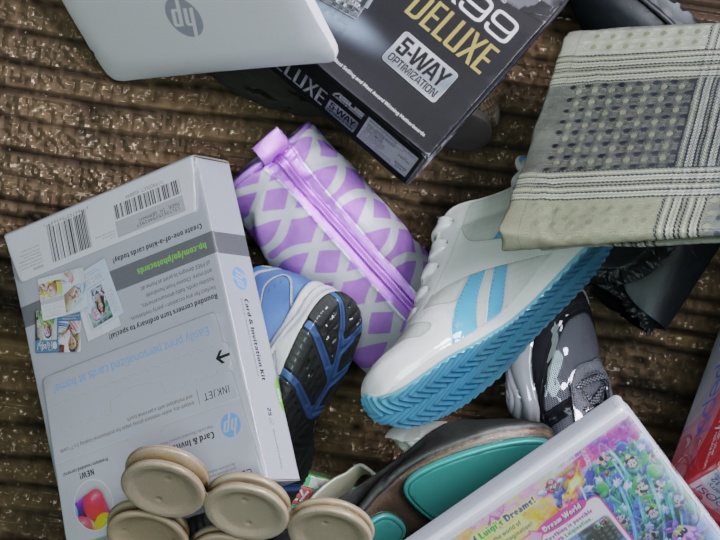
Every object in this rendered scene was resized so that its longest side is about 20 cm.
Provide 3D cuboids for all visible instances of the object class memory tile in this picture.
[{"bbox_3d":[-0.079,0.181,1.410,0.153,0.200,0.017,14,48,-2],"label":"memory tile"}]

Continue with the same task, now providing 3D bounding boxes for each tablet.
[{"bbox_3d":[-0.111,-0.171,1.404,0.014,0.200,0.130,-48,123,-35],"label":"tablet"}]

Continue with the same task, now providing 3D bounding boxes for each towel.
[{"bbox_3d":[0.190,-0.075,1.346,0.199,0.193,0.035,0,134,23],"label":"towel"}]

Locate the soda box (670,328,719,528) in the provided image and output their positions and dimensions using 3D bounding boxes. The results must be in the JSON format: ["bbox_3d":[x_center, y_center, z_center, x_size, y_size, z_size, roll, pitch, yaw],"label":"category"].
[{"bbox_3d":[0.248,0.071,1.439,0.063,0.070,0.200,35,52,-11],"label":"soda box"}]

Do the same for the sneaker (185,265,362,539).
[{"bbox_3d":[-0.070,0.090,1.455,0.077,0.076,0.200,33,101,32],"label":"sneaker"}]

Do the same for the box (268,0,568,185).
[{"bbox_3d":[0.005,-0.173,1.445,0.200,0.050,0.158,41,64,2],"label":"box"}]

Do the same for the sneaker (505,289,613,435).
[{"bbox_3d":[0.155,0.108,1.459,0.075,0.114,0.201,-10,101,-46],"label":"sneaker"}]

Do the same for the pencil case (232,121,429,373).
[{"bbox_3d":[0.000,0.000,1.470,0.084,0.085,0.200,-44,92,-3],"label":"pencil case"}]

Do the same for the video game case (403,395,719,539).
[{"bbox_3d":[0.118,0.195,1.382,0.200,0.024,0.182,-35,111,8],"label":"video game case"}]

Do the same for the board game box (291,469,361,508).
[{"bbox_3d":[-0.031,0.196,1.501,0.199,0.029,0.135,16,90,-3],"label":"board game box"}]

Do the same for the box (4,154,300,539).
[{"bbox_3d":[-0.128,0.050,1.426,0.156,0.041,0.201,-21,74,30],"label":"box"}]

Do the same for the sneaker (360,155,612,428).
[{"bbox_3d":[0.065,0.014,1.410,0.081,0.077,0.200,40,66,19],"label":"sneaker"}]

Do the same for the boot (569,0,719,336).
[{"bbox_3d":[0.162,-0.078,1.479,0.200,0.076,0.168,43,85,-9],"label":"boot"}]

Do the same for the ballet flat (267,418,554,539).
[{"bbox_3d":[0.023,0.133,1.450,0.200,0.068,0.068,-31,137,5],"label":"ballet flat"}]

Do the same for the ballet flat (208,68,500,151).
[{"bbox_3d":[-0.008,-0.125,1.484,0.199,0.067,0.046,15,58,-4],"label":"ballet flat"}]
